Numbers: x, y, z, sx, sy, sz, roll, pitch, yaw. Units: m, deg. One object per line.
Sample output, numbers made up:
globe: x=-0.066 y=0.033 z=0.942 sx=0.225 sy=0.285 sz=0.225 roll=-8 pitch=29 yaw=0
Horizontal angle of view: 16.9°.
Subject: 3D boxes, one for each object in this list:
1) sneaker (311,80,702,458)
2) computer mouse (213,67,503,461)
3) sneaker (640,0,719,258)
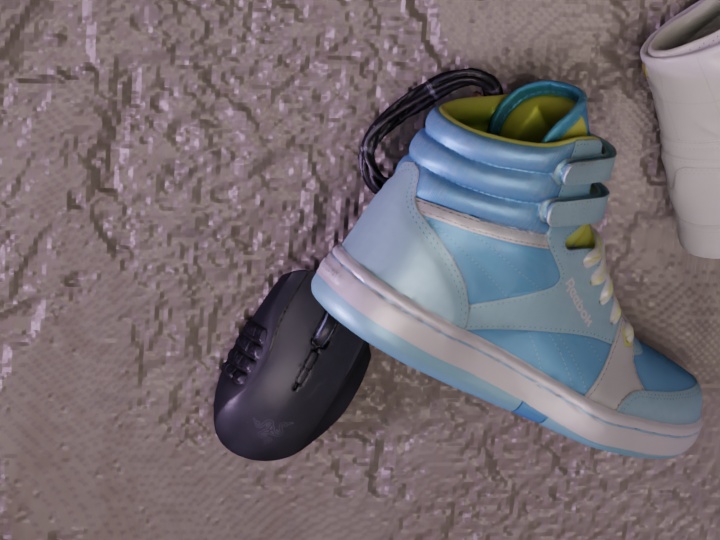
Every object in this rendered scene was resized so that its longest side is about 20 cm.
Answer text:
sneaker: x=0.091 y=-0.004 z=1.020 sx=0.200 sy=0.080 sz=0.131 roll=23 pitch=101 yaw=-32
computer mouse: x=0.000 y=0.000 z=1.037 sx=0.059 sy=0.034 sz=0.200 roll=27 pitch=103 yaw=-17
sneaker: x=0.218 y=-0.088 z=1.019 sx=0.200 sy=0.074 sz=0.116 roll=-19 pitch=115 yaw=-1
